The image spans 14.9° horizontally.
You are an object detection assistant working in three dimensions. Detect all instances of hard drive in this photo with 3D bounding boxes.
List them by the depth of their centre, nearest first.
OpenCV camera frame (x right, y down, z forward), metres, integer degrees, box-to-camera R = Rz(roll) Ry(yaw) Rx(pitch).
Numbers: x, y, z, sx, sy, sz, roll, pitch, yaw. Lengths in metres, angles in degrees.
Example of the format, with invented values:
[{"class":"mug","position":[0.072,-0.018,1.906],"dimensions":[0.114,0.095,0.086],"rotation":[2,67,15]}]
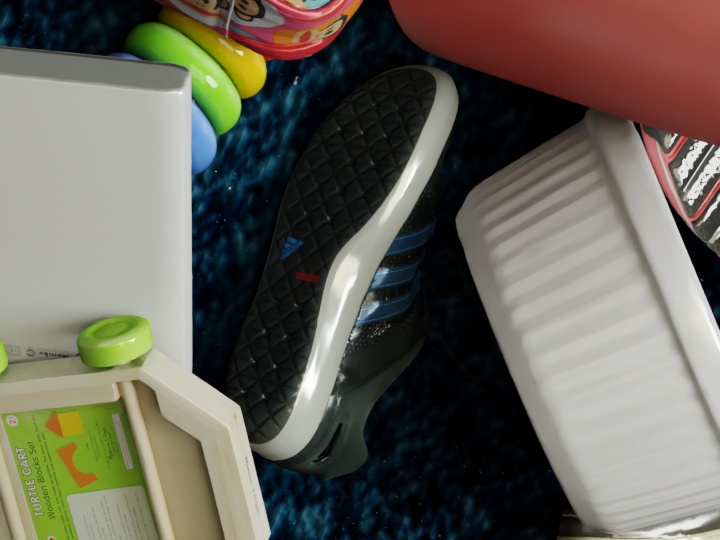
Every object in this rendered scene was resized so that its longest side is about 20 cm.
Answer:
[{"class":"hard drive","position":[-0.139,-0.002,1.197],"dimensions":[0.131,0.026,0.201],"rotation":[6,124,6]}]

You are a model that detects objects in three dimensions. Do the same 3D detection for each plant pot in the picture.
[{"class":"plant pot","position":[0.137,-0.149,1.202],"dimensions":[0.200,0.177,0.201],"rotation":[-41,147,-34]}]

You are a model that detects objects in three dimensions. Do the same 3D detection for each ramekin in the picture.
[{"class":"ramekin","position":[0.116,0.028,1.277],"dimensions":[0.094,0.202,0.203],"rotation":[-23,103,5]}]

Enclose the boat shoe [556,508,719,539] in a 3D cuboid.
[{"class":"boat shoe","position":[0.183,0.104,1.374],"dimensions":[0.199,0.073,0.065],"rotation":[-9,93,-28]}]

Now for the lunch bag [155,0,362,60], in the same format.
[{"class":"lunch bag","position":[-0.063,-0.209,1.221],"dimensions":[0.199,0.082,0.177],"rotation":[29,74,2]}]

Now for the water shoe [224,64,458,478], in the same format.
[{"class":"water shoe","position":[0.000,0.000,1.309],"dimensions":[0.079,0.071,0.201],"rotation":[32,82,-47]}]

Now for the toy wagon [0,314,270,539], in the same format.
[{"class":"toy wagon","position":[-0.143,0.102,1.216],"dimensions":[0.199,0.040,0.156],"rotation":[-7,110,15]}]

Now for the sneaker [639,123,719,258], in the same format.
[{"class":"sneaker","position":[0.184,-0.030,1.340],"dimensions":[0.074,0.087,0.200],"rotation":[-49,122,-8]}]

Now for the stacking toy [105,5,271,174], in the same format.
[{"class":"stacking toy","position":[-0.077,-0.089,1.262],"dimensions":[0.085,0.085,0.200],"rotation":[46,74,-17]}]
